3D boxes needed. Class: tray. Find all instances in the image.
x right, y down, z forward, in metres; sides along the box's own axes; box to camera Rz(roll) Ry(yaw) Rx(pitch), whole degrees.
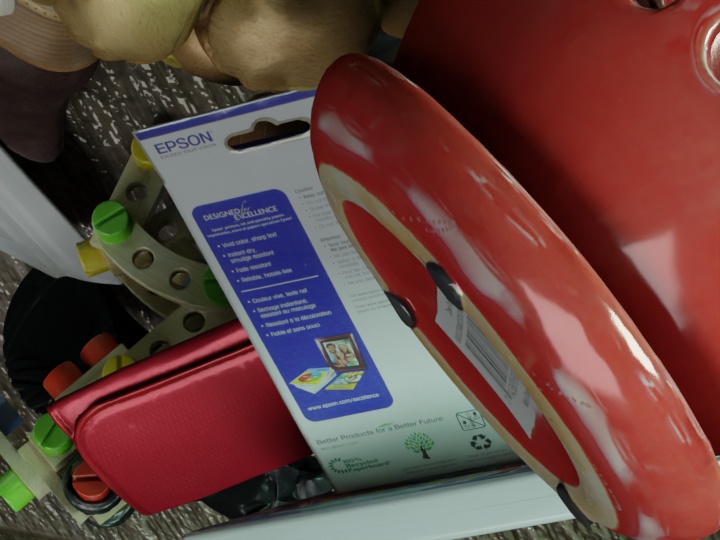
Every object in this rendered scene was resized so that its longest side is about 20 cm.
[{"bbox_3d":[-0.203,-0.060,1.086,0.107,0.022,0.200,24,159,48],"label":"tray"}]

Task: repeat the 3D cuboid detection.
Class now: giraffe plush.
[{"bbox_3d":[-0.051,-0.133,0.790,0.172,0.201,0.162,7,156,-15],"label":"giraffe plush"}]

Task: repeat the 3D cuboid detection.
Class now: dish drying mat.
[{"bbox_3d":[-0.034,0.050,0.937,0.200,0.018,0.077,-23,124,25],"label":"dish drying mat"}]

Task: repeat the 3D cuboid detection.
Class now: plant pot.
[{"bbox_3d":[0.095,-0.037,0.666,0.201,0.182,0.200,51,173,8],"label":"plant pot"}]

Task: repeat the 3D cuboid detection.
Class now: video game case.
[{"bbox_3d":[0.056,0.090,0.921,0.199,0.182,0.023,-14,86,31],"label":"video game case"}]

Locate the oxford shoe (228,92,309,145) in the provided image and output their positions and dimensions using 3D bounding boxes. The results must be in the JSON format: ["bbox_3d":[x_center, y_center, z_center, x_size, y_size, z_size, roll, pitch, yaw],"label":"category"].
[{"bbox_3d":[-0.009,-0.017,1.018,0.071,0.072,0.200,-5,154,15],"label":"oxford shoe"}]

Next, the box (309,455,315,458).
[{"bbox_3d":[0.047,0.055,1.032,0.136,0.040,0.200,14,158,-12],"label":"box"}]

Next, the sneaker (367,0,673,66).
[{"bbox_3d":[0.040,-0.125,0.837,0.200,0.079,0.096,-9,110,42],"label":"sneaker"}]

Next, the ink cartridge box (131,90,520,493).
[{"bbox_3d":[0.000,0.000,0.851,0.099,0.039,0.200,-11,130,19],"label":"ink cartridge box"}]

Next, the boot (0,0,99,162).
[{"bbox_3d":[-0.203,-0.135,0.983,0.200,0.072,0.166,34,151,0],"label":"boot"}]

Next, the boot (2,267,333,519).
[{"bbox_3d":[-0.086,0.080,1.180,0.162,0.073,0.198,27,-170,-44],"label":"boot"}]

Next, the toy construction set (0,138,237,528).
[{"bbox_3d":[-0.125,0.043,1.046,0.131,0.200,0.092,47,-175,15],"label":"toy construction set"}]

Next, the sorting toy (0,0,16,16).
[{"bbox_3d":[-0.200,-0.167,0.839,0.200,0.107,0.181,-13,104,40],"label":"sorting toy"}]
